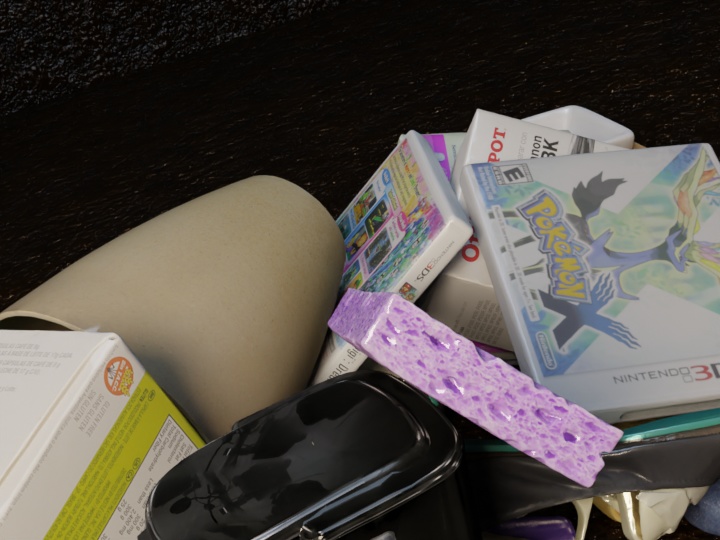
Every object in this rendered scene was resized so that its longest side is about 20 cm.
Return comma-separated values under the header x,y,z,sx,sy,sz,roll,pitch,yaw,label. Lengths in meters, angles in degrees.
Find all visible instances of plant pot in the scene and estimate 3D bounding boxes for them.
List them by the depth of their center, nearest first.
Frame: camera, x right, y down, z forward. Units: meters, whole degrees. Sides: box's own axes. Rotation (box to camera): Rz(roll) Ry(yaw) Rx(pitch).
x,y,z,sx,sy,sz,roll,pitch,yaw,label
-0.099,0.033,0.714,0.187,0.188,0.200,3,41,38,plant pot

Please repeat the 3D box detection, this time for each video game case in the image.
x,y,z,sx,sy,sz,roll,pitch,yaw,label
0.174,0.002,0.713,0.182,0.022,0.201,-6,52,-10,video game case
0.000,0.000,0.807,0.182,0.024,0.200,-50,18,15,video game case

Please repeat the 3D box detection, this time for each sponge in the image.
x,y,z,sx,sy,sz,roll,pitch,yaw,label
0.043,0.048,0.538,0.030,0.111,0.200,-60,5,-2,sponge

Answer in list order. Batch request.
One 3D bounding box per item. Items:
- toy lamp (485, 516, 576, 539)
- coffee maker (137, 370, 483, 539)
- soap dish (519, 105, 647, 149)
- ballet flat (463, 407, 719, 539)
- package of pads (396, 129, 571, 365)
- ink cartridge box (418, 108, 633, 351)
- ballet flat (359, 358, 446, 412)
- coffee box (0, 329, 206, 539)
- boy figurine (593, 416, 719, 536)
x,y,z,sx,sy,sz,roll,pitch,yaw,label
0.028,0.185,0.637,0.199,0.058,0.058,-18,22,3,toy lamp
0.015,0.153,0.526,0.134,0.201,0.192,9,32,44,coffee maker
0.151,-0.081,1.050,0.199,0.082,0.157,-19,22,-8,soap dish
0.126,0.116,0.607,0.199,0.073,0.073,-6,22,-4,ballet flat
0.113,-0.021,0.889,0.154,0.068,0.201,-2,58,-7,package of pads
0.155,-0.014,0.799,0.199,0.083,0.147,14,62,0,ink cartridge box
-0.023,0.088,0.879,0.199,0.069,0.068,-1,27,33,ballet flat
-0.190,0.167,0.569,0.199,0.198,0.200,0,47,33,coffee box
0.189,0.110,0.694,0.124,0.065,0.200,-31,29,-26,boy figurine
